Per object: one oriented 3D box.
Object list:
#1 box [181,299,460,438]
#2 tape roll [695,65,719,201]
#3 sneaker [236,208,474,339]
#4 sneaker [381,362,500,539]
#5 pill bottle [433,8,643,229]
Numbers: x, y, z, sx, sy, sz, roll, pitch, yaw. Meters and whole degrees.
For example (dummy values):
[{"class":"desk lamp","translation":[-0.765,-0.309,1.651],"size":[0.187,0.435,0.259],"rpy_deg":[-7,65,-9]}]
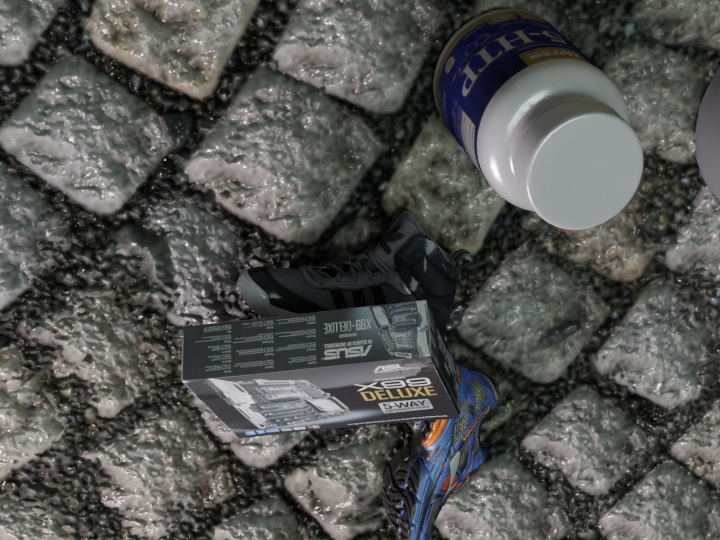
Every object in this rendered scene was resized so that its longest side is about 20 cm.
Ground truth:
[{"class":"box","translation":[-0.027,0.083,1.171],"size":[0.198,0.050,0.158],"rpy_deg":[-6,157,10]},{"class":"tape roll","translation":[0.392,-0.121,1.249],"size":[0.198,0.066,0.202],"rpy_deg":[-7,119,-12]},{"class":"sneaker","translation":[0.000,0.000,1.203],"size":[0.198,0.076,0.115],"rpy_deg":[14,112,-28]},{"class":"sneaker","translation":[0.076,0.175,1.314],"size":[0.078,0.075,0.202],"rpy_deg":[6,116,-22]},{"class":"pill bottle","translation":[0.136,-0.114,1.105],"size":[0.118,0.200,0.121],"rpy_deg":[-6,118,-12]}]
